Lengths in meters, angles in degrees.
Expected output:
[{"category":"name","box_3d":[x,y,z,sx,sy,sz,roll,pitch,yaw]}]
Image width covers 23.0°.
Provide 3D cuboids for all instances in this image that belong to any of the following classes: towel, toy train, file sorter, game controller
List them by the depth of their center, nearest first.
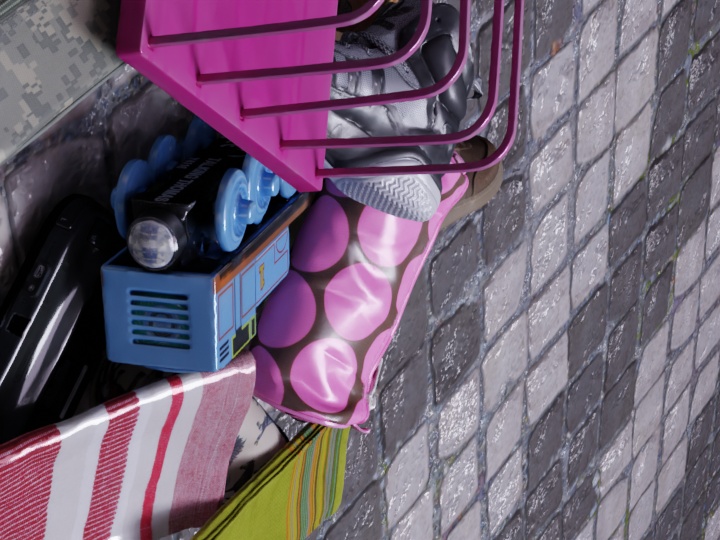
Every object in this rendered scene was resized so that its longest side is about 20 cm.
[{"category":"file sorter","box_3d":[-0.006,-0.135,0.826,0.200,0.124,0.140,35,57,-64]},{"category":"towel","box_3d":[-0.152,0.127,0.998,0.199,0.023,0.145,-21,143,-34]},{"category":"game controller","box_3d":[-0.185,0.057,1.002,0.201,0.042,0.104,-64,166,-9]},{"category":"toy train","box_3d":[-0.086,-0.020,1.029,0.200,0.086,0.115,-51,145,-66]},{"category":"towel","box_3d":[-0.058,0.164,1.132,0.200,0.018,0.087,-40,139,-55]}]

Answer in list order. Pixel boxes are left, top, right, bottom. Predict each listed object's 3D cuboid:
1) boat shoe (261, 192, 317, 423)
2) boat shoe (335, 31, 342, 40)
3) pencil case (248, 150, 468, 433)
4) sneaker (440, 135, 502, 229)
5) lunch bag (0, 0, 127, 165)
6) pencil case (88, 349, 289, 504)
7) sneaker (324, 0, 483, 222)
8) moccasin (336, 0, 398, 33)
[{"category":"boat shoe","box_3d":[-0.025,0.007,1.208,0.066,0.074,0.201,-20,117,-39]},{"category":"boat shoe","box_3d":[0.011,-0.152,1.167,0.199,0.072,0.068,-5,114,-57]},{"category":"pencil case","box_3d":[0.000,0.000,1.119,0.091,0.093,0.201,-71,-175,-87]},{"category":"sneaker","box_3d":[0.048,-0.075,1.290,0.200,0.070,0.076,-41,127,-53]},{"category":"lunch bag","box_3d":[-0.191,-0.141,0.754,0.200,0.138,0.169,-45,126,-41]},{"category":"pencil case","box_3d":[-0.105,0.105,1.126,0.089,0.078,0.200,-40,148,-3]},{"category":"sneaker","box_3d":[-0.010,-0.121,0.995,0.200,0.075,0.114,37,77,-35]},{"category":"moccasin","box_3d":[0.024,-0.214,1.108,0.078,0.073,0.202,43,39,-16]}]
